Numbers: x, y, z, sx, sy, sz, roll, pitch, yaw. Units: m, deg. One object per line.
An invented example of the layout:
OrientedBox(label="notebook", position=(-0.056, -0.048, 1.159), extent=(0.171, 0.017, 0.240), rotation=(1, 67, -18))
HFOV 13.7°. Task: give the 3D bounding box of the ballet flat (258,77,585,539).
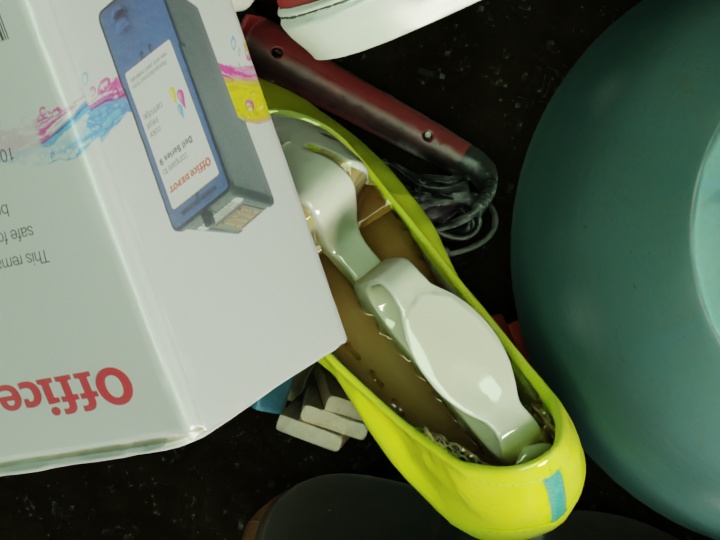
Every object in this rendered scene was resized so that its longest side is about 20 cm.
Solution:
OrientedBox(label="ballet flat", position=(0.000, 0.000, 0.940), extent=(0.067, 0.067, 0.200), rotation=(-38, 75, -12))

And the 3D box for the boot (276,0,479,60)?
OrientedBox(label="boot", position=(0.032, -0.166, 0.899), extent=(0.200, 0.072, 0.144), rotation=(-37, 108, -16))

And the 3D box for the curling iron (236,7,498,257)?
OrientedBox(label="curling iron", position=(-0.038, -0.069, 1.008), extent=(0.200, 0.050, 0.026), rotation=(36, 144, 6))

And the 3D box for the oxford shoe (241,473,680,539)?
OrientedBox(label="oxford shoe", position=(0.054, 0.112, 1.022), extent=(0.200, 0.071, 0.071), rotation=(20, 80, -13))

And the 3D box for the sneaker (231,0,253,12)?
OrientedBox(label="sneaker", position=(-0.038, -0.182, 0.912), extent=(0.084, 0.075, 0.200), rotation=(-20, 118, -19))

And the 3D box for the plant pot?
OrientedBox(label="plant pot", position=(0.152, -0.007, 0.914), extent=(0.200, 0.161, 0.201), rotation=(0, 89, -2))

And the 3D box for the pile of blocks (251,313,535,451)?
OrientedBox(label="pile of blocks", position=(-0.018, 0.015, 0.999), extent=(0.200, 0.082, 0.062), rotation=(19, 101, 3))

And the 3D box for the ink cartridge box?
OrientedBox(label="ink cartridge box", position=(-0.110, -0.044, 0.908), extent=(0.145, 0.087, 0.200), rotation=(-11, 102, 40))
